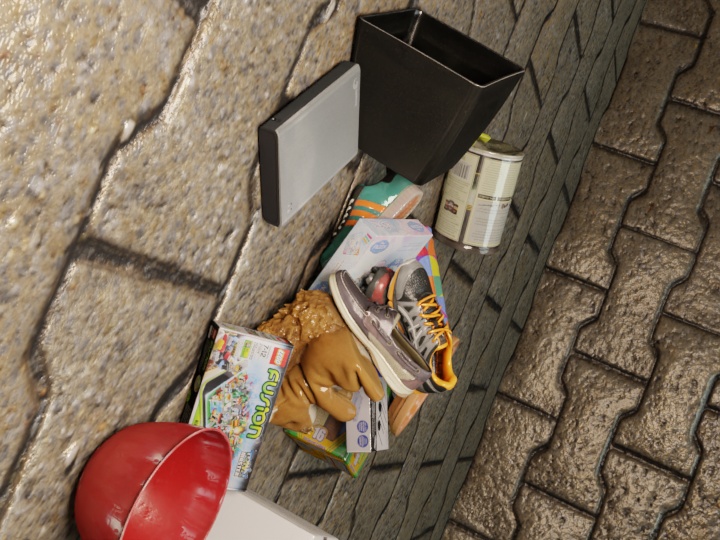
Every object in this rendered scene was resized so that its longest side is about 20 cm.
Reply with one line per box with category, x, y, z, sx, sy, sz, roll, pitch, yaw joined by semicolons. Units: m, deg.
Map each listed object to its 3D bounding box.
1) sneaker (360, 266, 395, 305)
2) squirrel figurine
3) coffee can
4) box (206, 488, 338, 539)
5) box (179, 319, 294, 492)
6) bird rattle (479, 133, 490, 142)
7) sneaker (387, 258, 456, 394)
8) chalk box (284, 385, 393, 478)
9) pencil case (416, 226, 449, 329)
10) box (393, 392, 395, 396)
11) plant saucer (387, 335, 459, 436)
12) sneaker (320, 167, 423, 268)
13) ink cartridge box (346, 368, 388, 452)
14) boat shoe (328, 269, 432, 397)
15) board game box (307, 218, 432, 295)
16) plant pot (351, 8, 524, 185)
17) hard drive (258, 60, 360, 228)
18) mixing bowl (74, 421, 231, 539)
sneaker;0.065;0.061;1.266;0.071;0.097;0.201;-53;149;-11
squirrel figurine;-0.082;0.135;1.185;0.201;0.185;0.143;48;19;-24
coffee can;0.234;-0.154;1.676;0.146;0.144;0.205;-26;134;-60
box;-0.166;0.412;1.138;0.202;0.196;0.131;-64;159;-11
box;-0.167;0.174;1.063;0.108;0.035;0.205;15;96;-30
bird rattle;0.135;-0.228;1.441;0.165;0.112;0.199;-58;159;17
sneaker;0.096;0.082;1.200;0.077;0.076;0.205;-22;107;-37
chalk box;-0.021;0.224;1.425;0.203;0.121;0.125;-61;158;-18
pencil case;0.096;0.023;1.408;0.088;0.086;0.206;19;60;-69
box;0.050;0.138;1.527;0.202;0.059;0.119;78;-5;-56
plant saucer;0.105;0.195;1.460;0.201;0.037;0.201;-53;167;-17
sneaker;0.003;-0.079;1.297;0.199;0.080;0.072;-42;163;-14
ink cartridge box;0.009;0.176;1.302;0.094;0.043;0.206;24;63;-70
boat shoe;0.029;0.078;1.161;0.064;0.202;0.072;-32;-178;18
board game box;0.002;0.009;1.283;0.200;0.043;0.199;-52;160;20
plant pot;0.088;-0.244;1.201;0.199;0.198;0.180;-33;153;-57
hard drive;-0.062;-0.168;1.090;0.200;0.032;0.142;-49;151;-42
mixing bowl;-0.242;0.248;0.927;0.201;0.106;0.203;-49;151;-40
